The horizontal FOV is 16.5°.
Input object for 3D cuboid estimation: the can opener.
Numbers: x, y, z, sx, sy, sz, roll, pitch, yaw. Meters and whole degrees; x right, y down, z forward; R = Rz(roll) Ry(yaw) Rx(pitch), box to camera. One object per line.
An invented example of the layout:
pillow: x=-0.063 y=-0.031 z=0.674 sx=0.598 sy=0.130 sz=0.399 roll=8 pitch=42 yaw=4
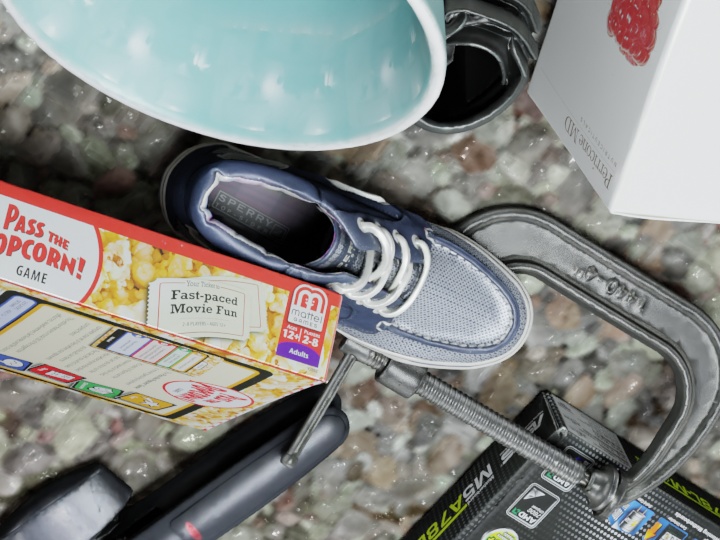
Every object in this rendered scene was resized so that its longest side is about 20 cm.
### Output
can opener: x=-0.092 y=0.123 z=1.278 sx=0.200 sy=0.063 sz=0.079 roll=-29 pitch=122 yaw=8

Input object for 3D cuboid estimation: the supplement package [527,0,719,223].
supplement package: x=0.174 y=-0.134 z=1.128 sx=0.120 sy=0.121 sz=0.200 roll=4 pitch=120 yaw=-22

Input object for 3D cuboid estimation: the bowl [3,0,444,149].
bowl: x=-0.048 y=-0.149 z=1.054 sx=0.201 sy=0.105 sz=0.201 roll=14 pitch=154 yaw=7

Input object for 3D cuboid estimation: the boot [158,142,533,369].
boot: x=0.000 y=0.000 z=1.182 sx=0.200 sy=0.090 sz=0.073 roll=21 pitch=92 yaw=-15

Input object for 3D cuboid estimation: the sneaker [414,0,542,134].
sneaker: x=0.068 y=-0.146 z=1.119 sx=0.071 sy=0.099 sz=0.200 roll=20 pitch=115 yaw=-20

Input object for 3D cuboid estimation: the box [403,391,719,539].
box: x=0.114 y=0.187 z=1.367 sx=0.200 sy=0.048 sz=0.193 roll=33 pitch=107 yaw=-26

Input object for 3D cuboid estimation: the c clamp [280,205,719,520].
c clamp: x=0.083 y=0.060 z=1.264 sx=0.200 sy=0.027 sz=0.171 roll=25 pitch=92 yaw=-10

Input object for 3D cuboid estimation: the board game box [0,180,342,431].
board game box: x=-0.131 y=0.018 z=1.161 sx=0.200 sy=0.046 sz=0.151 roll=19 pitch=160 yaw=-21
